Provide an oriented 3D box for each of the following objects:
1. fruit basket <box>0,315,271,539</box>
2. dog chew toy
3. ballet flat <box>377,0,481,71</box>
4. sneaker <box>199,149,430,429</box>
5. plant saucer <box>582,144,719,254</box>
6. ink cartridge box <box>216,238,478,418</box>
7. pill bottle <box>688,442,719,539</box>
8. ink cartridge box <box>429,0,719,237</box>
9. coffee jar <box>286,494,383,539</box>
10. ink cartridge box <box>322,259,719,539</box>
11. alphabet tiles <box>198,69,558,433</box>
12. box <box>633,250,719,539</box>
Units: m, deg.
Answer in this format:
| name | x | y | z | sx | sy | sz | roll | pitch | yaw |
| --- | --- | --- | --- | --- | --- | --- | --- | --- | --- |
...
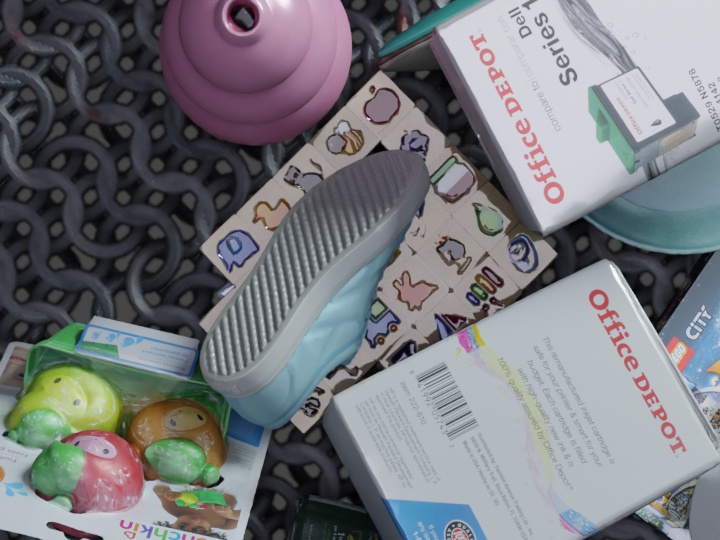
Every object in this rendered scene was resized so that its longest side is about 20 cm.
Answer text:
| name | x | y | z | sx | sy | sz | roll | pitch | yaw |
| --- | --- | --- | --- | --- | --- | --- | --- | --- | --- |
| fruit basket | -0.151 | 0.107 | 1.155 | 0.184 | 0.200 | 0.094 | 13 | 112 | 0 |
| dog chew toy | -0.067 | -0.143 | 1.156 | 0.123 | 0.200 | 0.126 | 0 | 89 | 0 |
| ballet flat | 0.106 | -0.170 | 1.226 | 0.199 | 0.067 | 0.064 | -35 | 102 | 1 |
| sneaker | -0.020 | 0.013 | 1.189 | 0.074 | 0.082 | 0.200 | 28 | 69 | 41 |
| plant saucer | 0.205 | -0.112 | 1.210 | 0.198 | 0.036 | 0.202 | 0 | 94 | 2 |
| ink cartridge box | 0.014 | 0.050 | 1.238 | 0.119 | 0.042 | 0.200 | -42 | 92 | 0 |
| pill bottle | 0.310 | 0.174 | 1.174 | 0.199 | 0.116 | 0.117 | 25 | 90 | -20 |
| ink cartridge box | 0.160 | -0.128 | 1.150 | 0.199 | 0.084 | 0.147 | -29 | 92 | 2 |
| coffee jar | 0.047 | 0.211 | 1.212 | 0.198 | 0.085 | 0.105 | 11 | 75 | 0 |
| ink cartridge box | 0.098 | 0.104 | 1.160 | 0.199 | 0.085 | 0.145 | -26 | 79 | -11 |
| alphabet tiles | 0.000 | 0.000 | 1.217 | 0.200 | 0.008 | 0.167 | -44 | 89 | -1 |
| box | 0.245 | 0.083 | 1.239 | 0.136 | 0.038 | 0.201 | 35 | 90 | 0 |
